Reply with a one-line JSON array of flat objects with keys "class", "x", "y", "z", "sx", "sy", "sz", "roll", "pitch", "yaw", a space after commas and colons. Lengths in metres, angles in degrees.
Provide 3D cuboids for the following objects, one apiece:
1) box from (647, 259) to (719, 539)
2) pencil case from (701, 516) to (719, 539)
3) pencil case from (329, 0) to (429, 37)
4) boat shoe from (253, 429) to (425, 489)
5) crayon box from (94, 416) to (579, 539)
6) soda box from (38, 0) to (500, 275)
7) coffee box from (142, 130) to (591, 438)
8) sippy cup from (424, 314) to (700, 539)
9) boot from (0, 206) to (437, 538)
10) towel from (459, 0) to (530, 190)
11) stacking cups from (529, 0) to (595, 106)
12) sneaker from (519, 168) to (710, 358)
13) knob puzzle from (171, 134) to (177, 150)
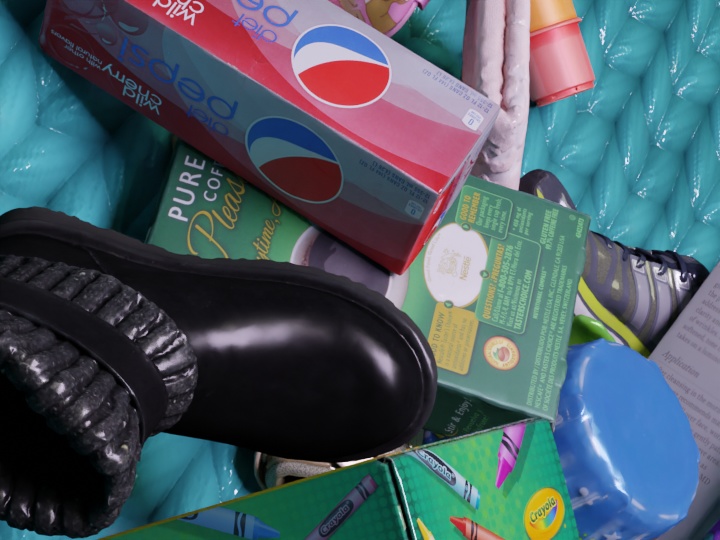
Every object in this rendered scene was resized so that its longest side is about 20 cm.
[{"class": "box", "x": 0.237, "y": 0.090, "z": 1.365, "sx": 0.152, "sy": 0.106, "sz": 0.200, "roll": 38, "pitch": 89, "yaw": -39}, {"class": "pencil case", "x": 0.184, "y": 0.161, "z": 1.219, "sx": 0.092, "sy": 0.085, "sz": 0.200, "roll": 37, "pitch": 59, "yaw": 19}, {"class": "pencil case", "x": -0.036, "y": -0.208, "z": 1.241, "sx": 0.200, "sy": 0.086, "sz": 0.083, "roll": 48, "pitch": 24, "yaw": -15}, {"class": "boat shoe", "x": -0.014, "y": 0.085, "z": 1.141, "sx": 0.065, "sy": 0.072, "sz": 0.201, "roll": 11, "pitch": 69, "yaw": -54}, {"class": "crayon box", "x": -0.029, "y": 0.115, "z": 0.980, "sx": 0.119, "sy": 0.199, "sz": 0.058, "roll": -8, "pitch": 81, "yaw": -57}, {"class": "soda box", "x": -0.043, "y": -0.086, "z": 1.101, "sx": 0.200, "sy": 0.070, "sz": 0.063, "roll": 31, "pitch": 54, "yaw": 5}, {"class": "coffee box", "x": 0.000, "y": 0.000, "z": 1.128, "sx": 0.199, "sy": 0.044, "sz": 0.123, "roll": 18, "pitch": 55, "yaw": -7}, {"class": "sippy cup", "x": 0.090, "y": 0.099, "z": 1.213, "sx": 0.139, "sy": 0.130, "sz": 0.178, "roll": 15, "pitch": 55, "yaw": -47}, {"class": "boot", "x": -0.074, "y": 0.049, "z": 0.958, "sx": 0.158, "sy": 0.210, "sz": 0.080, "roll": -83, "pitch": -174, "yaw": -72}, {"class": "towel", "x": 0.066, "y": -0.088, "z": 1.284, "sx": 0.200, "sy": 0.032, "sz": 0.192, "roll": 92, "pitch": 1, "yaw": -55}, {"class": "stacking cups", "x": 0.091, "y": -0.197, "z": 1.456, "sx": 0.060, "sy": 0.060, "sz": 0.201, "roll": -19, "pitch": 88, "yaw": -57}, {"class": "sneaker", "x": 0.150, "y": 0.009, "z": 1.389, "sx": 0.200, "sy": 0.081, "sz": 0.074, "roll": 51, "pitch": -4, "yaw": -33}, {"class": "knob puzzle", "x": -0.020, "y": -0.055, "z": 1.244, "sx": 0.219, "sy": 0.030, "sz": 0.220, "roll": 32, "pitch": 47, "yaw": -43}]
